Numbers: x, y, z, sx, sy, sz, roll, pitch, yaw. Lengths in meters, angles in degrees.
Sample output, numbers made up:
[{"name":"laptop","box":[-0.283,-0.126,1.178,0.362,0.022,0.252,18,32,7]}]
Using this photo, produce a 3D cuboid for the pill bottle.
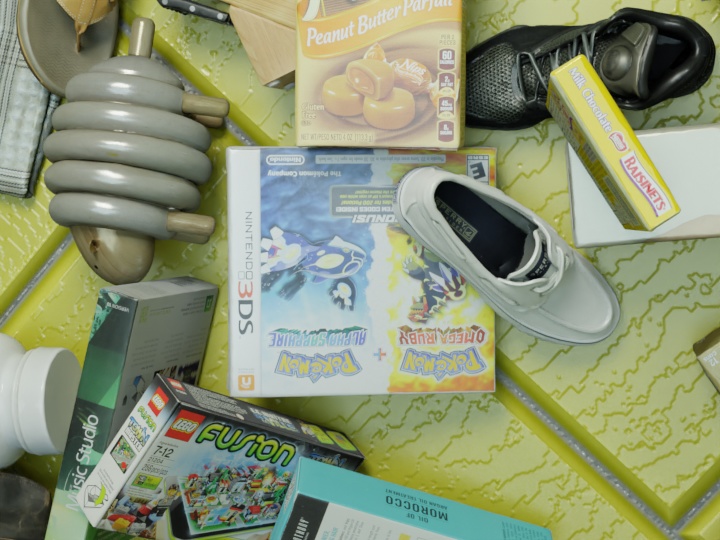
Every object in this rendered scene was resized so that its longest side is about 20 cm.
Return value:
[{"name":"pill bottle","box":[-0.324,0.103,1.082,0.199,0.109,0.109,-2,94,11]}]

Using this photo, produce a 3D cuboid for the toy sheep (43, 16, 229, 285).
[{"name":"toy sheep","box":[-0.169,-0.088,1.031,0.137,0.138,0.201,4,81,10]}]

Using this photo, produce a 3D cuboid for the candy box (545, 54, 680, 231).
[{"name":"candy box","box":[0.149,-0.072,0.838,0.026,0.200,0.103,-30,89,7]}]

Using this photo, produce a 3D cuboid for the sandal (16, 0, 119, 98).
[{"name":"sandal","box":[-0.204,-0.229,1.045,0.080,0.054,0.201,15,95,-28]}]

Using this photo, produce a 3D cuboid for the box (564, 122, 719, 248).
[{"name":"box","box":[0.247,-0.064,0.968,0.199,0.095,0.078,-5,94,13]}]

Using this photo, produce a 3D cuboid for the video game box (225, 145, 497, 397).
[{"name":"video game box","box":[0.000,0.000,1.019,0.199,0.047,0.183,-1,97,-6]}]

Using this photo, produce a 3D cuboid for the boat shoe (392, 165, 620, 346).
[{"name":"boat shoe","box":[0.111,-0.004,0.978,0.200,0.065,0.074,29,84,-19]}]

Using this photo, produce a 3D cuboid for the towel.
[{"name":"towel","box":[-0.324,-0.175,1.097,0.192,0.035,0.201,17,97,9]}]

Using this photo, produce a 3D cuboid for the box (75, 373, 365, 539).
[{"name":"box","box":[-0.097,0.150,1.007,0.110,0.200,0.035,-56,47,10]}]

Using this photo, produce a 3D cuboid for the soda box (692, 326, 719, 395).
[{"name":"soda box","box":[0.335,0.029,0.974,0.200,0.064,0.068,-35,88,11]}]

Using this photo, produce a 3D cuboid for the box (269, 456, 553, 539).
[{"name":"box","box":[0.036,0.208,1.018,0.199,0.049,0.083,18,114,-7]}]

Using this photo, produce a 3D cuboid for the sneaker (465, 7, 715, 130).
[{"name":"sneaker","box":[0.148,-0.143,0.971,0.198,0.114,0.077,-5,92,13]}]

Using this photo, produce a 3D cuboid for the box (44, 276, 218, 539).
[{"name":"box","box":[-0.169,0.107,1.035,0.036,0.144,0.201,14,97,16]}]

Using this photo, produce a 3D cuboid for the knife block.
[{"name":"knife block","box":[-0.058,-0.233,1.026,0.199,0.064,0.176,-23,91,12]}]

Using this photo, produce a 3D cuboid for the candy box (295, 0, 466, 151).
[{"name":"candy box","box":[0.015,-0.185,0.956,0.115,0.055,0.201,1,98,8]}]

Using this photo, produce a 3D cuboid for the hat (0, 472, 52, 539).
[{"name":"hat","box":[-0.291,0.197,1.070,0.200,0.201,0.081,4,68,10]}]
